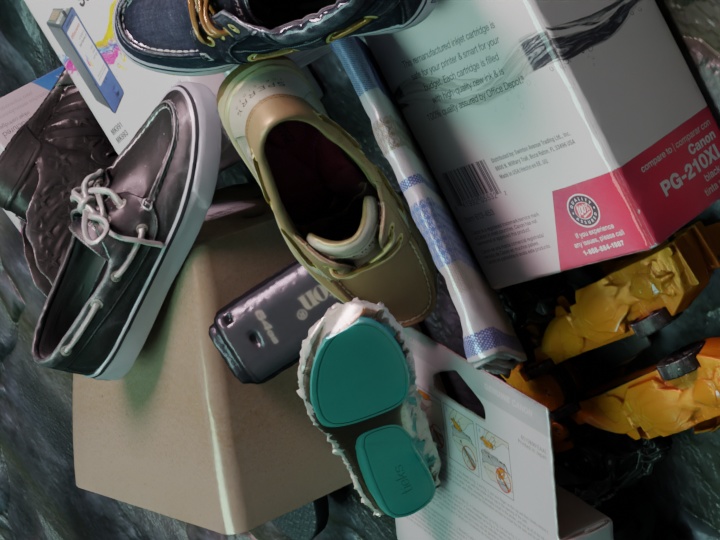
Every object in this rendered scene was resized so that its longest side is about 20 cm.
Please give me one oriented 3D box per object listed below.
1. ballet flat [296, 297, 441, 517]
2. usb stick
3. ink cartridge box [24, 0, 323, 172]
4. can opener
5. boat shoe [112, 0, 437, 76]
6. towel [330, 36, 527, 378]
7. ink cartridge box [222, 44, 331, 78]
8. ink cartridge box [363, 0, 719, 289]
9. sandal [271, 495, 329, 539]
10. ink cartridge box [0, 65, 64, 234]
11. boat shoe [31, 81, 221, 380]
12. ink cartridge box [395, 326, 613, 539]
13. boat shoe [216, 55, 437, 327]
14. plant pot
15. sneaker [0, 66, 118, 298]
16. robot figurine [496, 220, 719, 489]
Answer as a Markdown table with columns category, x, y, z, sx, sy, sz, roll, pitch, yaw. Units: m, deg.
| category | x | y | z | sx | sy | sz | roll | pitch | yaw |
| --- | --- | --- | --- | --- | --- | --- | --- | --- | --- |
| ballet flat | 0.000 | 0.072 | 1.143 | 0.072 | 0.072 | 0.201 | 33 | 154 | 33 |
| usb stick | 0.000 | 0.000 | 1.167 | 0.056 | 0.199 | 0.033 | 55 | -171 | -12 |
| ink cartridge box | -0.135 | -0.162 | 1.283 | 0.201 | 0.087 | 0.145 | 60 | 148 | -1 |
| can opener | 0.118 | 0.160 | 1.237 | 0.199 | 0.063 | 0.079 | 5 | 121 | 51 |
| boat shoe | -0.064 | -0.142 | 0.985 | 0.199 | 0.091 | 0.072 | -7 | 93 | 31 |
| towel | 0.037 | -0.034 | 1.068 | 0.201 | 0.024 | 0.147 | 65 | -173 | 8 |
| ink cartridge box | -0.083 | -0.207 | 1.123 | 0.201 | 0.085 | 0.148 | 62 | -179 | -5 |
| ink cartridge box | 0.091 | -0.105 | 1.029 | 0.144 | 0.084 | 0.201 | -16 | 104 | 57 |
| sandal | -0.072 | 0.111 | 1.480 | 0.076 | 0.043 | 0.201 | -38 | 76 | 51 |
| ink cartridge box | -0.187 | -0.049 | 1.420 | 0.201 | 0.115 | 0.068 | 52 | 148 | 8 |
| boat shoe | -0.150 | -0.027 | 1.196 | 0.074 | 0.068 | 0.200 | 46 | 115 | 45 |
| ink cartridge box | 0.080 | 0.124 | 1.179 | 0.200 | 0.043 | 0.175 | 29 | 130 | 55 |
| boat shoe | -0.013 | -0.029 | 1.083 | 0.200 | 0.074 | 0.067 | 50 | -173 | -35 |
| plant pot | -0.080 | 0.044 | 1.302 | 0.199 | 0.199 | 0.179 | 8 | 113 | 50 |
| sneaker | -0.190 | -0.077 | 1.360 | 0.104 | 0.201 | 0.060 | 33 | 154 | -2 |
| robot figurine | 0.151 | 0.048 | 1.104 | 0.146 | 0.058 | 0.200 | 59 | 147 | -2 |
